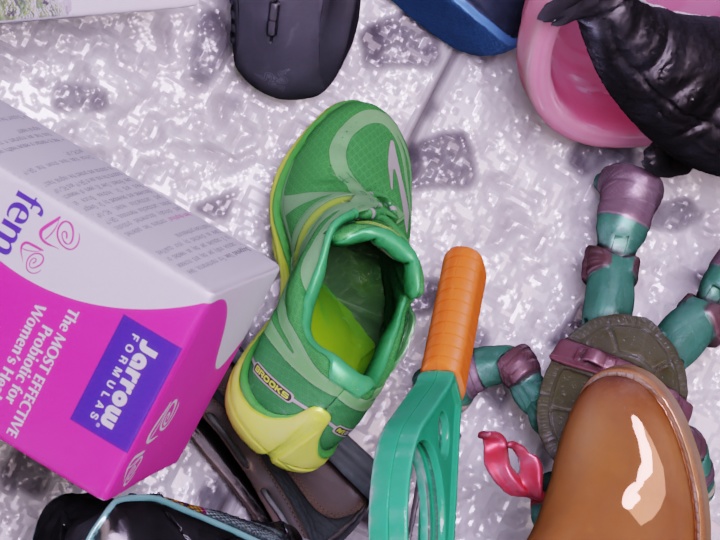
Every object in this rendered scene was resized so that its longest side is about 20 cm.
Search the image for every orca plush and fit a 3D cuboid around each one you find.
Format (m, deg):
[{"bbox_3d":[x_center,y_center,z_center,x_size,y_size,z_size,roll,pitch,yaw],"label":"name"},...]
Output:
[{"bbox_3d":[0.166,-0.079,1.269,0.105,0.071,0.200,-42,141,3],"label":"orca plush"}]

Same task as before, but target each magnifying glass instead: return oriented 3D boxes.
[{"bbox_3d":[0.030,0.064,1.237,0.022,0.200,0.080,-2,131,17],"label":"magnifying glass"}]

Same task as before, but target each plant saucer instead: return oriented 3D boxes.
[{"bbox_3d":[0.155,-0.138,1.303,0.200,0.201,0.051,-20,58,-14],"label":"plant saucer"}]

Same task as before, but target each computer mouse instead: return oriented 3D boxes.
[{"bbox_3d":[-0.032,-0.154,1.259,0.058,0.200,0.034,11,40,14],"label":"computer mouse"}]

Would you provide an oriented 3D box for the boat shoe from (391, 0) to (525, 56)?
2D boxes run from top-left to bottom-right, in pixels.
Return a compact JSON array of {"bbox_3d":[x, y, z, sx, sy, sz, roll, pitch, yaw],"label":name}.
[{"bbox_3d":[0.004,-0.179,1.315,0.200,0.084,0.069,42,71,-26],"label":"boat shoe"}]

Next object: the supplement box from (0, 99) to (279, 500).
[{"bbox_3d":[-0.150,-0.004,1.204,0.200,0.103,0.101,30,102,8],"label":"supplement box"}]

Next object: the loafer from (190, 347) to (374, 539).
[{"bbox_3d":[-0.075,0.053,1.284,0.200,0.072,0.063,41,85,-12],"label":"loafer"}]

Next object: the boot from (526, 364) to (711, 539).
[{"bbox_3d":[0.070,0.138,1.187,0.155,0.074,0.201,3,92,-51],"label":"boot"}]

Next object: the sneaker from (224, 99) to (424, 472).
[{"bbox_3d":[0.000,0.000,1.265,0.074,0.084,0.200,34,42,-23],"label":"sneaker"}]

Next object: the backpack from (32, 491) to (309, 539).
[{"bbox_3d":[-0.057,0.193,1.237,0.199,0.153,0.176,15,80,-15],"label":"backpack"}]

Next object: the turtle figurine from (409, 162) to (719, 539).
[{"bbox_3d":[0.112,0.058,1.319,0.150,0.101,0.200,33,74,-14],"label":"turtle figurine"}]

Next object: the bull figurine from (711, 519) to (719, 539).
[{"bbox_3d":[0.118,0.207,1.299,0.065,0.121,0.201,11,86,-14],"label":"bull figurine"}]

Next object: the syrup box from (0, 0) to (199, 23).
[{"bbox_3d":[-0.171,-0.141,1.222,0.200,0.081,0.079,-10,97,-38],"label":"syrup box"}]
